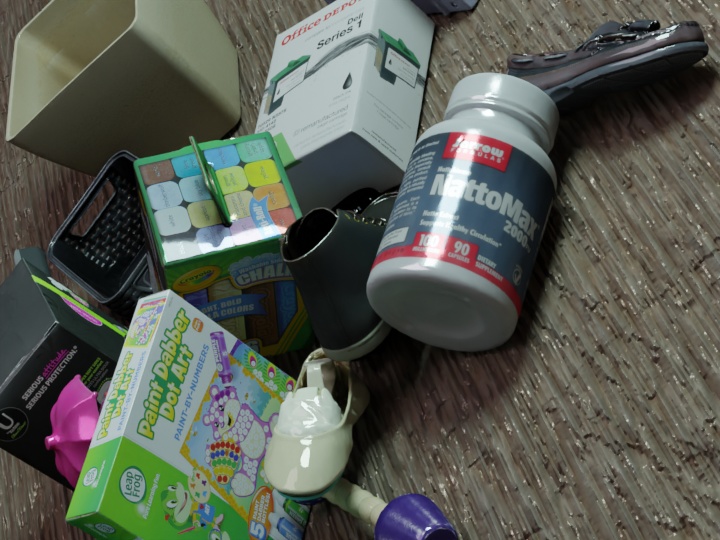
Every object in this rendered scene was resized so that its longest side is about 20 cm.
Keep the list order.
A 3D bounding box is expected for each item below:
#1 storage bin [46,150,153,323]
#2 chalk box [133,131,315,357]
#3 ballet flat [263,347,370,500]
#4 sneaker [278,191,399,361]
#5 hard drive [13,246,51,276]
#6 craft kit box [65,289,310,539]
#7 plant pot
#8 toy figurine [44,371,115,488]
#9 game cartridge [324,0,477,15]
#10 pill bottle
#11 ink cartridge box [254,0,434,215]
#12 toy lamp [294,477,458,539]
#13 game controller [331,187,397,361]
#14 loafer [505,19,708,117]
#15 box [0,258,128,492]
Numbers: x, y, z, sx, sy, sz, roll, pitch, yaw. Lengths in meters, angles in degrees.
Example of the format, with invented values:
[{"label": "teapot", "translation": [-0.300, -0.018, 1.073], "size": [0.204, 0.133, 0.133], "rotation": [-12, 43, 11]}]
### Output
[{"label": "storage bin", "translation": [-0.209, -0.022, 1.933], "size": [0.135, 0.094, 0.200], "rotation": [-55, 30, -3]}, {"label": "chalk box", "translation": [-0.114, -0.028, 1.644], "size": [0.124, 0.200, 0.125], "rotation": [-13, 53, -10]}, {"label": "ballet flat", "translation": [-0.036, 0.110, 1.526], "size": [0.069, 0.069, 0.200], "rotation": [-42, 8, 17]}, {"label": "sneaker", "translation": [0.002, -0.029, 1.587], "size": [0.075, 0.106, 0.200], "rotation": [-12, 31, 25]}, {"label": "hard drive", "translation": [-0.303, 0.084, 1.926], "size": [0.033, 0.140, 0.200], "rotation": [-10, 32, -12]}, {"label": "craft kit box", "translation": [-0.119, 0.149, 1.544], "size": [0.048, 0.197, 0.200], "rotation": [-20, 44, 43]}, {"label": "plant pot", "translation": [-0.235, -0.202, 2.064], "size": [0.200, 0.177, 0.200], "rotation": [-38, 34, 24]}, {"label": "toy figurine", "translation": [-0.167, 0.138, 1.630], "size": [0.150, 0.184, 0.200], "rotation": [7, 64, 55]}, {"label": "game cartridge", "translation": [0.009, -0.289, 1.877], "size": [0.200, 0.130, 0.038], "rotation": [3, 62, 54]}, {"label": "pill bottle", "translation": [0.088, -0.050, 1.543], "size": [0.120, 0.120, 0.200], "rotation": [-14, 49, 46]}, {"label": "ink cartridge box", "translation": [-0.019, -0.154, 1.822], "size": [0.146, 0.084, 0.200], "rotation": [-26, 41, 36]}, {"label": "toy lamp", "translation": [0.008, 0.179, 1.483], "size": [0.058, 0.058, 0.200], "rotation": [-56, 31, -6]}, {"label": "game controller", "translation": [0.000, 0.000, 1.685], "size": [0.104, 0.042, 0.200], "rotation": [-47, 32, 10]}, {"label": "loafer", "translation": [0.186, -0.170, 1.567], "size": [0.200, 0.072, 0.063], "rotation": [-19, 77, 46]}, {"label": "box", "translation": [-0.247, 0.110, 1.747], "size": [0.124, 0.200, 0.149], "rotation": [-50, 32, 5]}]
